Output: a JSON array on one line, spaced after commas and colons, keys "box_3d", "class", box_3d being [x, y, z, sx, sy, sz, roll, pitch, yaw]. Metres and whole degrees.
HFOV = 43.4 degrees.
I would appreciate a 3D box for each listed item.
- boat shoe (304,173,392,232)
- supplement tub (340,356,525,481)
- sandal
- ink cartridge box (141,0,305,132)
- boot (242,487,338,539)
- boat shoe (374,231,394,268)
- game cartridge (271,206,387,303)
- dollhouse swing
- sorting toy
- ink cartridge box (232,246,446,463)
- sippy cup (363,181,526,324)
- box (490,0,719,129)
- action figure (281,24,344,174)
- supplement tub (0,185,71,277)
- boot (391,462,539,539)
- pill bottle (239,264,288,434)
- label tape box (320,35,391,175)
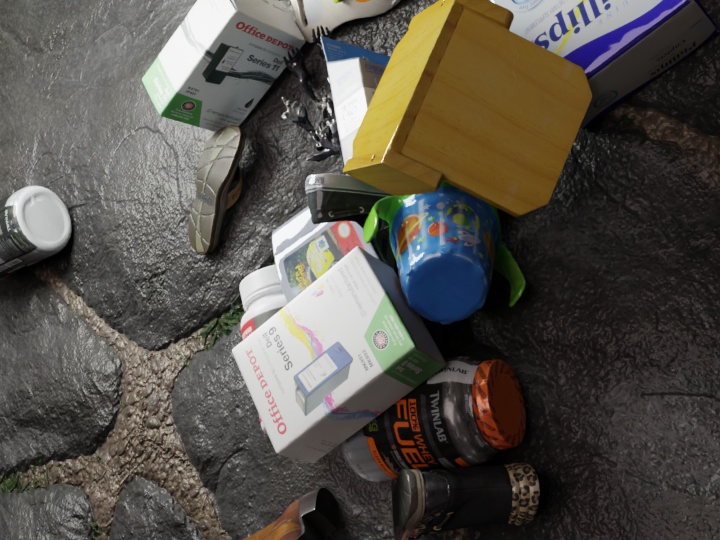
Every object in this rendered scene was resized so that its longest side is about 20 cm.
[{"box_3d": [0.013, -0.075, 1.094, 0.068, 0.198, 0.058, -9, 79, 48], "class": "boat shoe"}, {"box_3d": [0.081, 0.170, 1.042, 0.198, 0.122, 0.125, -18, 71, 31], "class": "supplement tub"}, {"box_3d": [-0.206, -0.120, 1.351, 0.081, 0.054, 0.203, 29, 112, 41], "class": "sandal"}, {"box_3d": [-0.196, -0.306, 1.308, 0.200, 0.145, 0.084, -46, 58, 27], "class": "ink cartridge box"}, {"box_3d": [-0.126, 0.377, 1.129, 0.199, 0.068, 0.189, -36, 22, 23], "class": "boot"}, {"box_3d": [0.000, -0.001, 1.172, 0.071, 0.070, 0.204, -2, 74, 36], "class": "boat shoe"}, {"box_3d": [-0.035, 0.003, 1.124, 0.132, 0.041, 0.202, -36, 59, 16], "class": "game cartridge"}, {"box_3d": [0.117, -0.164, 0.988, 0.203, 0.174, 0.181, -66, 19, -7], "class": "dollhouse swing"}, {"box_3d": [-0.045, -0.427, 1.283, 0.180, 0.106, 0.203, -42, 58, 43], "class": "sorting toy"}, {"box_3d": [-0.028, 0.097, 1.013, 0.199, 0.087, 0.146, -39, 58, 15], "class": "ink cartridge box"}, {"box_3d": [0.096, -0.015, 1.027, 0.175, 0.141, 0.131, -7, 33, 9], "class": "sippy cup"}, {"box_3d": [0.263, -0.301, 1.019, 0.183, 0.104, 0.202, -36, 63, 25], "class": "box"}, {"box_3d": [-0.049, -0.228, 1.229, 0.118, 0.102, 0.202, -28, 64, 15], "class": "action figure"}, {"box_3d": [-0.611, -0.061, 1.578, 0.198, 0.122, 0.125, -18, 71, 31], "class": "supplement tub"}, {"box_3d": [0.111, 0.259, 1.014, 0.148, 0.201, 0.074, -3, 64, -4], "class": "boot"}, {"box_3d": [-0.094, 0.103, 1.185, 0.113, 0.113, 0.203, -27, 66, 28], "class": "pill bottle"}, {"box_3d": [0.037, -0.207, 1.130, 0.063, 0.143, 0.203, -29, 65, 44], "class": "label tape box"}]
